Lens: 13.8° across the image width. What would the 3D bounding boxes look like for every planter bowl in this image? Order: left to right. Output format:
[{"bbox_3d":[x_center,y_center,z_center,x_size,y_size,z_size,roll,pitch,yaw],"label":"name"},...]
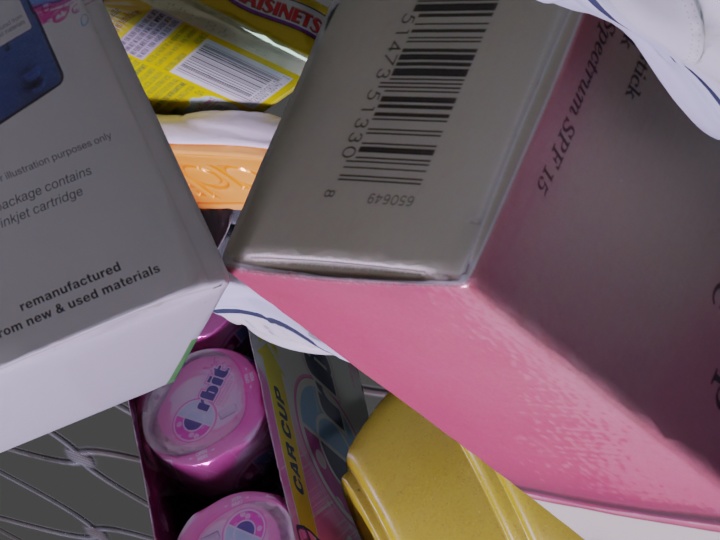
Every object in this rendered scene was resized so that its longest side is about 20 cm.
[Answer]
[{"bbox_3d":[0.047,0.107,1.193,0.200,0.083,0.201,155,90,-83],"label":"planter bowl"}]

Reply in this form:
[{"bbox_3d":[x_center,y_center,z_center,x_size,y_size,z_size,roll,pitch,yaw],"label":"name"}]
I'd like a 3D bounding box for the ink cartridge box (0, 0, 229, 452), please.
[{"bbox_3d":[-0.126,-0.054,0.936,0.145,0.087,0.201,126,122,-73],"label":"ink cartridge box"}]

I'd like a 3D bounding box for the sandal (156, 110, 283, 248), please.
[{"bbox_3d":[-0.079,-0.024,1.112,0.079,0.059,0.206,32,161,-37],"label":"sandal"}]

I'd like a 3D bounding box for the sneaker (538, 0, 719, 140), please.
[{"bbox_3d":[0.094,-0.089,0.762,0.070,0.073,0.200,1,163,33],"label":"sneaker"}]

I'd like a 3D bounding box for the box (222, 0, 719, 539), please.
[{"bbox_3d":[0.076,-0.006,0.916,0.109,0.128,0.200,4,155,46],"label":"box"}]

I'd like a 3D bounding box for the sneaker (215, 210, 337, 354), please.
[{"bbox_3d":[0.000,0.000,1.143,0.071,0.073,0.200,25,175,-38],"label":"sneaker"}]

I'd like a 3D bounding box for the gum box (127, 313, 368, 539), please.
[{"bbox_3d":[-0.042,0.082,1.270,0.066,0.201,0.114,-25,143,16],"label":"gum box"}]

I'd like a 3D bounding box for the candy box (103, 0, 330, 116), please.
[{"bbox_3d":[-0.084,-0.082,1.081,0.102,0.027,0.200,28,163,-13],"label":"candy box"}]
